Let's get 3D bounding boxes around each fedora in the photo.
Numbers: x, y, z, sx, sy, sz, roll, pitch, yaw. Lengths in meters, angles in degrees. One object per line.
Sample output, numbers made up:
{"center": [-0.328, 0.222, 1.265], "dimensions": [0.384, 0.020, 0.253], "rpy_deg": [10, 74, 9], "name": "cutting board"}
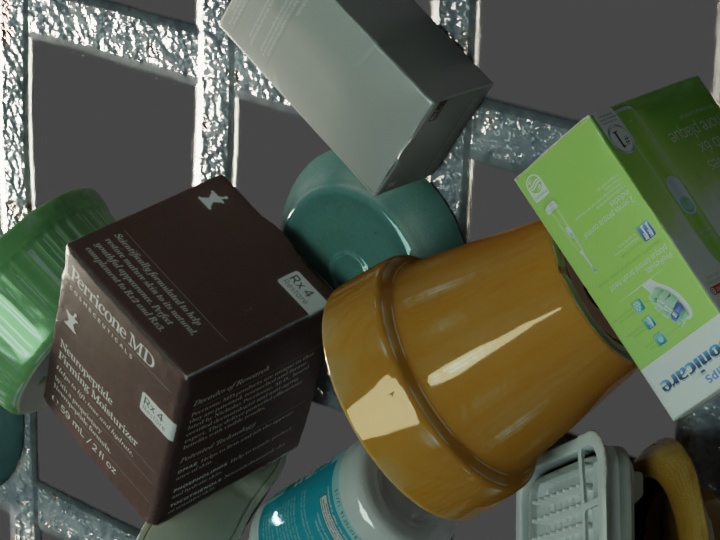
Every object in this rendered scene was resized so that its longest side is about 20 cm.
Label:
{"center": [0.242, 0.220, 1.566], "dimensions": [0.201, 0.082, 0.201], "rpy_deg": [-176, 90, -75], "name": "fedora"}

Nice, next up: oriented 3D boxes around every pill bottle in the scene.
{"center": [-0.019, 0.217, 1.801], "dimensions": [0.200, 0.111, 0.111], "rpy_deg": [-36, 81, 42], "name": "pill bottle"}

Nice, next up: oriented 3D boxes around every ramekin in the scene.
{"center": [-0.271, 0.033, 1.903], "dimensions": [0.098, 0.200, 0.200], "rpy_deg": [44, 129, 11], "name": "ramekin"}

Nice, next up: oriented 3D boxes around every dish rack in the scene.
{"center": [0.164, 0.215, 1.615], "dimensions": [0.200, 0.043, 0.172], "rpy_deg": [140, 132, -70], "name": "dish rack"}

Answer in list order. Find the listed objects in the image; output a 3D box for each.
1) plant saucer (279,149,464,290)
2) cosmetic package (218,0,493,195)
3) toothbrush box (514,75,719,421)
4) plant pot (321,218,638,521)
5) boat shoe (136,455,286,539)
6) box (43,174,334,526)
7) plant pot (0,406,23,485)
{"center": [0.000, 0.000, 1.760], "dimensions": [0.200, 0.036, 0.201], "rpy_deg": [15, 114, 37], "name": "plant saucer"}
{"center": [-0.005, -0.167, 1.674], "dimensions": [0.200, 0.090, 0.107], "rpy_deg": [48, 130, 14], "name": "cosmetic package"}
{"center": [0.223, -0.019, 1.484], "dimensions": [0.086, 0.145, 0.200], "rpy_deg": [-40, 77, 41], "name": "toothbrush box"}
{"center": [0.103, 0.054, 1.595], "dimensions": [0.183, 0.200, 0.201], "rpy_deg": [-32, 83, 25], "name": "plant pot"}
{"center": [-0.133, 0.213, 1.842], "dimensions": [0.075, 0.200, 0.062], "rpy_deg": [30, 136, 5], "name": "boat shoe"}
{"center": [-0.142, 0.066, 1.788], "dimensions": [0.166, 0.164, 0.200], "rpy_deg": [45, 143, 26], "name": "box"}
{"center": [-0.448, 0.143, 2.133], "dimensions": [0.200, 0.135, 0.201], "rpy_deg": [15, 114, 37], "name": "plant pot"}
